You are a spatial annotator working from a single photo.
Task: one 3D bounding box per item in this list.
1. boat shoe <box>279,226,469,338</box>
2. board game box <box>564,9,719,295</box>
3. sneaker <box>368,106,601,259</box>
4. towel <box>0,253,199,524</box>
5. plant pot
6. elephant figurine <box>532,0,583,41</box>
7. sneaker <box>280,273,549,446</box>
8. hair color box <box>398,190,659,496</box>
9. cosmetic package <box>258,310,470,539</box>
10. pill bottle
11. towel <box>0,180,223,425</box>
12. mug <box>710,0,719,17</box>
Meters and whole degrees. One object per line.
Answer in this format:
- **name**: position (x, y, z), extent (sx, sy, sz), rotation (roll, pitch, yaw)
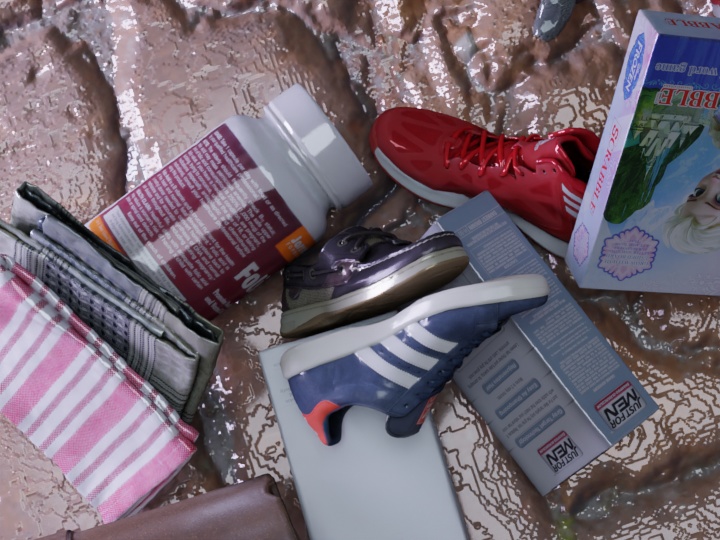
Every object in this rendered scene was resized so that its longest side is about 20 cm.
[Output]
- **boat shoe**: position (0.000, 0.000, 1.183), extent (0.072, 0.200, 0.065), rotation (-10, 81, -35)
- **board game box**: position (0.262, -0.073, 1.137), extent (0.200, 0.041, 0.200), rotation (3, 124, -14)
- **sneaker**: position (0.108, -0.089, 1.206), extent (0.200, 0.116, 0.078), rotation (22, 62, 1)
- **towel**: position (-0.217, 0.090, 1.198), extent (0.200, 0.146, 0.030), rotation (44, 48, 0)
- **plant pot**: position (-0.126, 0.246, 1.158), extent (0.198, 0.200, 0.200), rotation (-22, 81, -5)
- **elephant figurine**: position (0.125, -0.299, 1.249), extent (0.200, 0.155, 0.142), rotation (36, 130, 19)
- **sneaker**: position (0.046, 0.064, 1.130), extent (0.200, 0.075, 0.085), rotation (-22, 84, 24)
- **hair color box**: position (0.113, 0.053, 1.196), extent (0.061, 0.099, 0.200), rotation (-30, 79, -36)
- **cosmetic package**: position (0.007, 0.141, 1.210), extent (0.113, 0.081, 0.200), rotation (-15, 82, 3)
- **pill bottle**: position (-0.098, -0.042, 1.226), extent (0.200, 0.114, 0.114), rotation (-36, 81, 0)
- **towel**: position (-0.199, 0.054, 1.193), extent (0.192, 0.200, 0.035), rotation (37, 46, 11)
- **mug**: position (0.323, -0.235, 1.195), extent (0.133, 0.178, 0.200), rotation (-5, 75, -29)
